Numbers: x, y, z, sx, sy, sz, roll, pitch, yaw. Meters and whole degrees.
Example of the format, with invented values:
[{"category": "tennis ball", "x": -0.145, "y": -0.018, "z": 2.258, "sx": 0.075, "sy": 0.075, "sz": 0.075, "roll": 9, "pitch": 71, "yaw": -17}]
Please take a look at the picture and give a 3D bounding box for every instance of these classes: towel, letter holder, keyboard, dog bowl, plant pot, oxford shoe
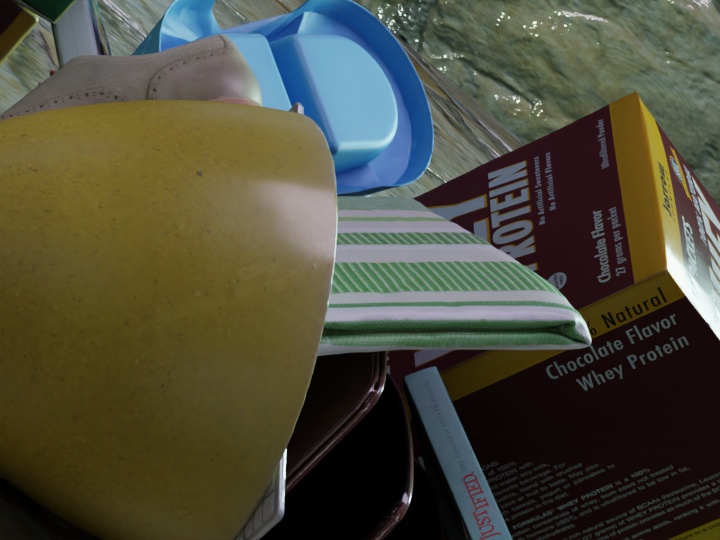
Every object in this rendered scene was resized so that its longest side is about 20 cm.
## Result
[{"category": "towel", "x": 0.000, "y": 0.000, "z": 1.287, "sx": 0.152, "sy": 0.024, "sz": 0.200, "roll": -1, "pitch": 16, "yaw": -25}, {"category": "letter holder", "x": -0.008, "y": 0.095, "z": 1.295, "sx": 0.100, "sy": 0.142, "sz": 0.200, "roll": 41, "pitch": 10, "yaw": -14}, {"category": "keyboard", "x": -0.041, "y": 0.025, "z": 1.172, "sx": 0.011, "sy": 0.056, "sz": 0.201, "roll": 13, "pitch": 56, "yaw": -18}, {"category": "dog bowl", "x": -0.045, "y": -0.082, "z": 1.437, "sx": 0.200, "sy": 0.049, "sz": 0.112, "roll": -6, "pitch": 71, "yaw": -50}, {"category": "plant pot", "x": -0.115, "y": 0.011, "z": 1.161, "sx": 0.141, "sy": 0.201, "sz": 0.200, "roll": 17, "pitch": 20, "yaw": -22}, {"category": "oxford shoe", "x": -0.139, "y": -0.053, "z": 1.278, "sx": 0.071, "sy": 0.199, "sz": 0.074, "roll": 85, "pitch": -11, "yaw": -55}]

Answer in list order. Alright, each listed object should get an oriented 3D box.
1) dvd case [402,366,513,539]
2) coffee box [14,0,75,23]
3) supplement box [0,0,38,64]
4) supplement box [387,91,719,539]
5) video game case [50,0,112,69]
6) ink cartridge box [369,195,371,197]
[{"category": "dvd case", "x": 0.066, "y": 0.164, "z": 1.340, "sx": 0.146, "sy": 0.022, "sz": 0.201, "roll": -113, "pitch": -175, "yaw": -52}, {"category": "coffee box", "x": -0.113, "y": -0.225, "z": 1.293, "sx": 0.044, "sy": 0.200, "sz": 0.123, "roll": 33, "pitch": 12, "yaw": -49}, {"category": "supplement box", "x": -0.237, "y": -0.134, "z": 1.375, "sx": 0.103, "sy": 0.131, "sz": 0.200, "roll": 39, "pitch": 10, "yaw": -19}, {"category": "supplement box", "x": 0.114, "y": 0.051, "z": 1.474, "sx": 0.200, "sy": 0.197, "sz": 0.133, "roll": 48, "pitch": 26, "yaw": -38}, {"category": "video game case", "x": -0.130, "y": -0.063, "z": 1.435, "sx": 0.183, "sy": 0.023, "sz": 0.201, "roll": 78, "pitch": -2, "yaw": -48}, {"category": "ink cartridge box", "x": -0.047, "y": -0.033, "z": 1.519, "sx": 0.200, "sy": 0.059, "sz": 0.104, "roll": 63, "pitch": 33, "yaw": -38}]
